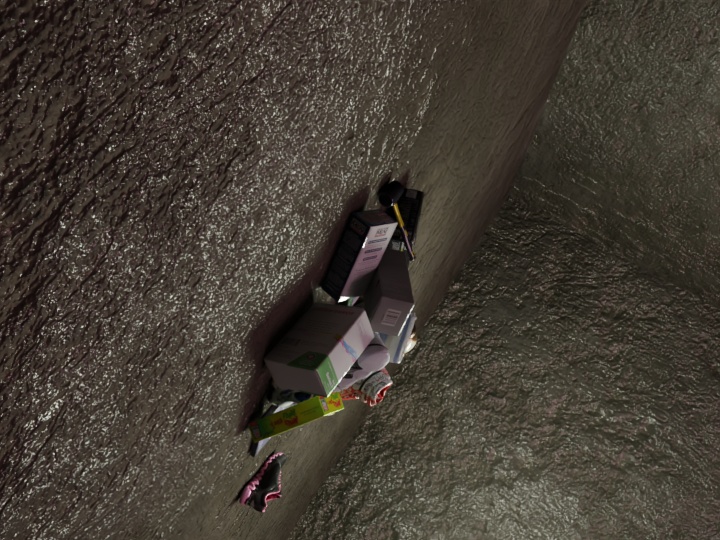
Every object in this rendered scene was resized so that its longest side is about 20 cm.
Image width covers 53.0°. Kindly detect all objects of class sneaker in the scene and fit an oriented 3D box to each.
[{"bbox_3d":[-0.161,0.290,1.710,0.075,0.088,0.200,-56,168,-24],"label":"sneaker"},{"bbox_3d":[-0.255,0.603,2.044,0.200,0.095,0.079,-48,161,-48],"label":"sneaker"},{"bbox_3d":[-0.017,0.285,1.701,0.201,0.108,0.067,-41,164,19],"label":"sneaker"},{"bbox_3d":[-0.030,0.195,1.640,0.199,0.075,0.115,-27,-142,14],"label":"sneaker"}]

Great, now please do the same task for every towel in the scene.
[{"bbox_3d":[0.039,0.166,1.913,0.024,0.199,0.147,54,50,-52],"label":"towel"}]

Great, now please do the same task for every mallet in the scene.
[{"bbox_3d":[0.098,-0.117,1.695,0.066,0.041,0.200,-58,135,-39],"label":"mallet"}]

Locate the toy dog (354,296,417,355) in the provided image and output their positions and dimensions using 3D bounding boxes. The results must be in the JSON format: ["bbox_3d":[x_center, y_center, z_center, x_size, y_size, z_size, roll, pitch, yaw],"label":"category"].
[{"bbox_3d":[0.069,0.153,2.037,0.140,0.199,0.194,-62,168,11],"label":"toy dog"}]

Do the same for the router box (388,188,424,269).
[{"bbox_3d":[0.113,-0.095,1.859,0.200,0.062,0.150,92,11,-64],"label":"router box"}]

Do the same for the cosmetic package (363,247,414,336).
[{"bbox_3d":[0.060,0.043,1.661,0.200,0.090,0.107,-101,-153,-53],"label":"cosmetic package"}]

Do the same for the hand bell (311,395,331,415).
[{"bbox_3d":[-0.099,0.276,1.939,0.104,0.104,0.201,-9,111,-74],"label":"hand bell"}]

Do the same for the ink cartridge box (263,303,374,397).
[{"bbox_3d":[-0.085,0.164,1.546,0.200,0.145,0.088,-51,132,-40],"label":"ink cartridge box"}]

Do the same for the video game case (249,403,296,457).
[{"bbox_3d":[-0.210,0.370,1.856,0.200,0.019,0.143,-46,161,-46],"label":"video game case"}]

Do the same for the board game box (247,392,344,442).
[{"bbox_3d":[-0.149,0.337,1.669,0.199,0.048,0.101,-25,169,23],"label":"board game box"}]

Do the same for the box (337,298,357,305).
[{"bbox_3d":[0.000,0.000,1.794,0.144,0.036,0.200,-53,165,-30],"label":"box"}]

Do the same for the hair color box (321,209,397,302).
[{"bbox_3d":[-0.004,-0.033,1.593,0.100,0.060,0.201,-13,135,-51],"label":"hair color box"}]
